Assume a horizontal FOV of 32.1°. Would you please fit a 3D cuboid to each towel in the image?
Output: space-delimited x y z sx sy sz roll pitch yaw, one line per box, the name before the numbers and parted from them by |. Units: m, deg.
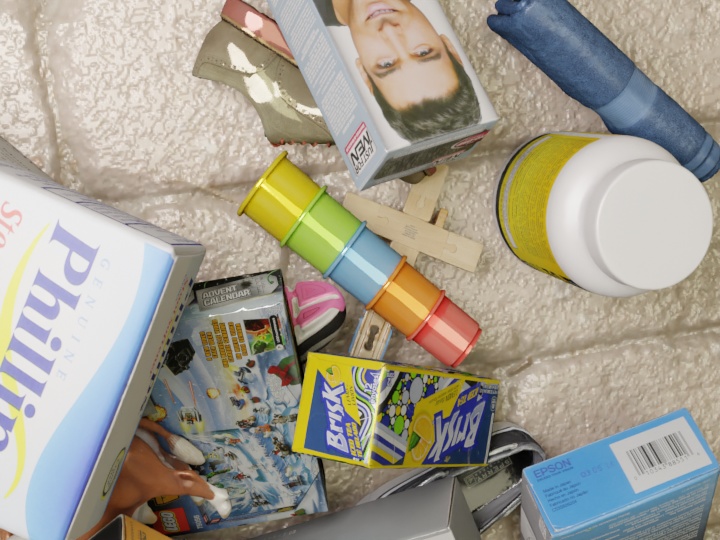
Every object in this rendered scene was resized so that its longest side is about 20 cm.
towel | 0.183 -0.142 0.946 0.199 0.112 0.049 40 99 -14

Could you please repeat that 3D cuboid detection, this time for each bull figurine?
bull figurine | -0.178 0.177 0.849 0.120 0.066 0.201 23 122 -26

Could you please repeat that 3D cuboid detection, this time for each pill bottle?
pill bottle | 0.174 -0.042 0.913 0.110 0.200 0.115 -1 98 -10

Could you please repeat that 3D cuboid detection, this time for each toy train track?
toy train track | 0.023 0.012 0.969 0.113 0.033 0.203 21 86 -1

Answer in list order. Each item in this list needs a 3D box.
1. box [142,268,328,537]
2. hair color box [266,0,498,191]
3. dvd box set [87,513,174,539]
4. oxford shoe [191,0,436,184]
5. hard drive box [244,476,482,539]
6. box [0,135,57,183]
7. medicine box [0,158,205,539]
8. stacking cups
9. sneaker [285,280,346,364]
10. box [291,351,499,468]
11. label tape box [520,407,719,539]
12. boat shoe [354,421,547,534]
box | -0.103 0.098 0.862 0.134 0.040 0.202 -9 128 0
hair color box | 0.006 -0.167 0.882 0.098 0.061 0.202 -19 76 -28
dvd box set | -0.137 0.253 0.860 0.146 0.030 0.199 -38 128 19
oxford shoe | -0.034 -0.117 0.934 0.199 0.070 0.075 36 93 -3
hard drive box | 0.006 0.265 0.947 0.197 0.077 0.158 -20 105 15
box | -0.296 0.002 0.861 0.198 0.131 0.201 40 88 -13
medicine box | -0.218 0.034 0.739 0.197 0.103 0.185 22 92 4
stacking cups | 0.000 0.000 0.926 0.199 0.061 0.061 42 89 -3
sneaker | -0.076 0.091 0.940 0.199 0.074 0.087 -42 117 11
box | 0.032 0.102 0.899 0.063 0.199 0.071 8 87 30
label tape box | 0.203 0.212 1.009 0.142 0.064 0.202 -19 141 -9
boat shoe | 0.062 0.195 0.989 0.198 0.068 0.072 -31 102 -5
